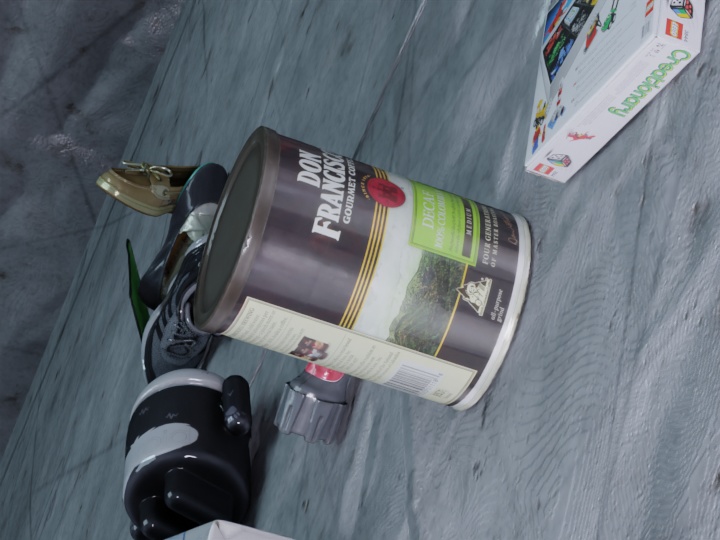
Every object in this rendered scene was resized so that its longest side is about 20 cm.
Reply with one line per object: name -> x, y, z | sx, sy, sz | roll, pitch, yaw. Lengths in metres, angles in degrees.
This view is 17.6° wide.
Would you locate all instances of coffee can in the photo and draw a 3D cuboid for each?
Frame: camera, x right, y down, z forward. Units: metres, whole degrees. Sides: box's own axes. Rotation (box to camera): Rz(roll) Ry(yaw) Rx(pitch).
coffee can -> 0.000, 0.000, 1.619 | 0.146, 0.199, 0.148 | -162, 90, -76

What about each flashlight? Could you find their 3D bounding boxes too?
flashlight -> -0.020, 0.043, 1.930 | 0.068, 0.067, 0.201 | -125, 55, -79

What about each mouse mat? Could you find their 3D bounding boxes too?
mouse mat -> -0.264, 0.066, 2.827 | 0.200, 0.007, 0.162 | -108, 6, -67

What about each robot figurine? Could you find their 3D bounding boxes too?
robot figurine -> -0.162, 0.183, 2.214 | 0.201, 0.149, 0.125 | -94, -11, -56

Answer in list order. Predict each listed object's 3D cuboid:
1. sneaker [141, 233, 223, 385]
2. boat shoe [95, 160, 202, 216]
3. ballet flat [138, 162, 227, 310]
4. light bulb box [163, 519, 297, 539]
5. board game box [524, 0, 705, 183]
sneaker -> -0.190, 0.063, 2.565 | 0.114, 0.075, 0.201 | -103, 35, -69
boat shoe -> -0.239, -0.106, 2.785 | 0.073, 0.199, 0.063 | 37, 107, 28
ballet flat -> -0.201, -0.030, 2.773 | 0.201, 0.073, 0.073 | -61, 17, 20
light bulb box -> -0.105, 0.311, 1.811 | 0.200, 0.124, 0.200 | 147, 139, -68
board game box -> 0.166, -0.155, 1.502 | 0.200, 0.034, 0.127 | 133, 151, -61
